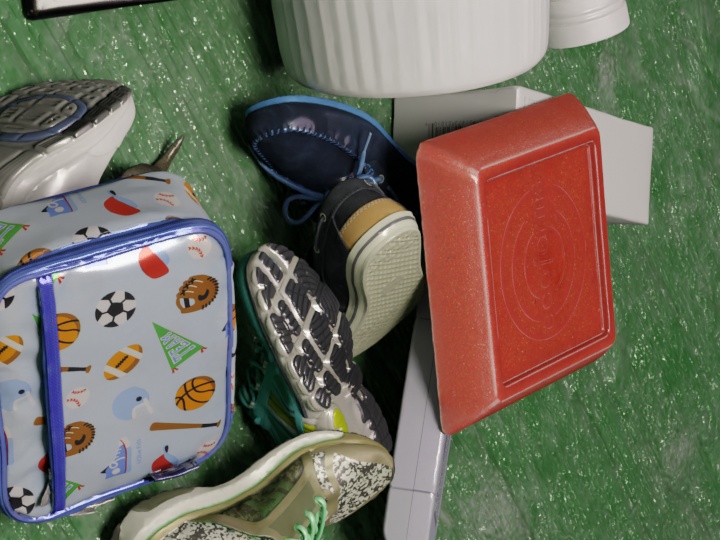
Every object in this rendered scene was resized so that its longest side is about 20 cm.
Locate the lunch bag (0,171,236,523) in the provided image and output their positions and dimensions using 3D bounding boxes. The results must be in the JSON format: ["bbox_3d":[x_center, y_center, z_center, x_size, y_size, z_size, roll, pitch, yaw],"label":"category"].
[{"bbox_3d":[-0.150,0.049,1.278,0.159,0.076,0.201,-18,133,-24],"label":"lunch bag"}]

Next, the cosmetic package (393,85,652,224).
[{"bbox_3d":[0.123,-0.081,1.710,0.199,0.112,0.082,8,84,-55],"label":"cosmetic package"}]

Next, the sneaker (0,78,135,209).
[{"bbox_3d":[-0.195,-0.036,1.318,0.200,0.074,0.088,-50,140,-33],"label":"sneaker"}]

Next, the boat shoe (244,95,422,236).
[{"bbox_3d":[-0.005,-0.060,1.553,0.199,0.084,0.069,25,58,-49],"label":"boat shoe"}]

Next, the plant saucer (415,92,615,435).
[{"bbox_3d":[0.117,-0.007,1.586,0.199,0.036,0.201,-21,109,-50],"label":"plant saucer"}]

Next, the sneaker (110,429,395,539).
[{"bbox_3d":[-0.053,0.169,1.431,0.199,0.089,0.077,-22,135,-27],"label":"sneaker"}]

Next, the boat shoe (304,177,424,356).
[{"bbox_3d":[0.000,0.000,1.529,0.074,0.062,0.200,-36,161,-16],"label":"boat shoe"}]

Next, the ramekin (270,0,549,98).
[{"bbox_3d":[0.034,-0.182,1.520,0.200,0.199,0.099,-30,120,-50],"label":"ramekin"}]

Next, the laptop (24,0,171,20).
[{"bbox_3d":[-0.142,-0.261,1.430,0.199,0.116,0.189,-11,99,-25],"label":"laptop"}]

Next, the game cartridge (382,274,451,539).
[{"bbox_3d":[0.047,0.105,1.612,0.133,0.041,0.202,66,32,-73],"label":"game cartridge"}]

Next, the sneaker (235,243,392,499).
[{"bbox_3d":[-0.046,0.075,1.498,0.078,0.079,0.201,-60,139,-49],"label":"sneaker"}]

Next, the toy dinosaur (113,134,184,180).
[{"bbox_3d":[-0.132,-0.011,1.384,0.102,0.076,0.201,56,50,-46],"label":"toy dinosaur"}]

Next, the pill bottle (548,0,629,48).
[{"bbox_3d":[0.150,-0.276,1.755,0.104,0.104,0.202,-37,119,-48],"label":"pill bottle"}]
